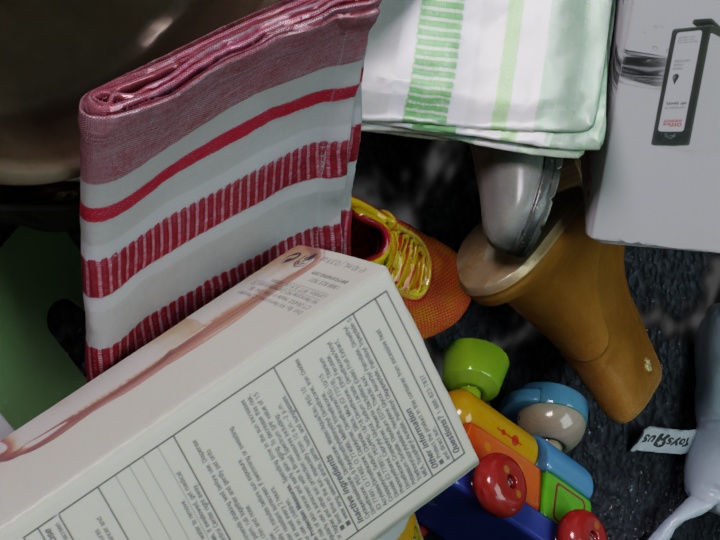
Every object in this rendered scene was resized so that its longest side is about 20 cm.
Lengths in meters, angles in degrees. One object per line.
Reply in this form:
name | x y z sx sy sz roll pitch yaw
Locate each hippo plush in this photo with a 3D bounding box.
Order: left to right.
hippo plush | 0.294 0.099 1.191 0.199 0.160 0.161 -7 96 -46

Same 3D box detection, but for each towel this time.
towel | -0.056 -0.020 0.791 0.144 0.023 0.201 -30 146 -31
towel | 0.025 -0.137 0.907 0.023 0.199 0.154 51 45 -81

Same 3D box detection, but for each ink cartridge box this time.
ink cartridge box | -0.148 0.088 0.816 0.200 0.048 0.146 -52 125 -30
ink cartridge box | 0.167 -0.130 0.951 0.146 0.084 0.201 -82 178 -57

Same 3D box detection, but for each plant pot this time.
plant pot | -0.141 -0.160 0.708 0.200 0.174 0.201 -36 149 -26

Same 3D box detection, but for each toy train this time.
toy train | 0.053 0.085 1.011 0.200 0.084 0.116 36 49 -33

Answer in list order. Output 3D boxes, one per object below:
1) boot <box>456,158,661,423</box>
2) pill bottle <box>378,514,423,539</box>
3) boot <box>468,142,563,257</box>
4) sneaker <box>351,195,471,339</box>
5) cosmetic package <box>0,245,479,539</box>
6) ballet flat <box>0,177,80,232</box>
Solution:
boot | 0.121 0.024 1.039 0.145 0.070 0.201 65 23 -13
pill bottle | -0.018 0.158 0.901 0.113 0.112 0.201 -35 116 -40
boot | 0.031 -0.104 0.951 0.130 0.068 0.201 6 65 -15
sneaker | 0.000 0.000 0.946 0.199 0.077 0.074 14 79 -50
cosmetic package | -0.065 0.085 0.764 0.199 0.087 0.104 -33 111 -21
ballet flat | -0.174 -0.056 0.767 0.199 0.068 0.069 4 80 -44
